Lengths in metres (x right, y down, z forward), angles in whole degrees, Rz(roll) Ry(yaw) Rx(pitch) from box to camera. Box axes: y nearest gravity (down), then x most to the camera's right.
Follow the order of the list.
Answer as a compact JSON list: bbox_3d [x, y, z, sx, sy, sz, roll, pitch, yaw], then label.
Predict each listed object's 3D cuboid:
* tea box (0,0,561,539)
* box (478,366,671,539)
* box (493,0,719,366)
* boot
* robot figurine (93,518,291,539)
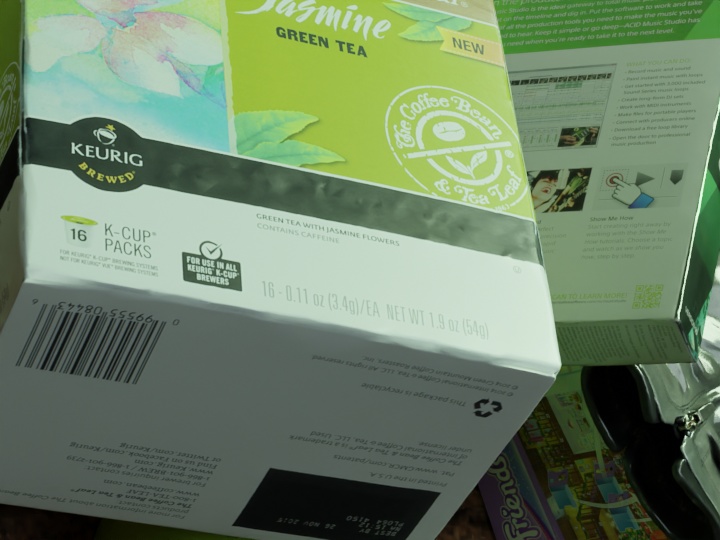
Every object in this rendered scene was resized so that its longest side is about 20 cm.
[{"bbox_3d":[-0.052,-0.016,0.845,0.199,0.134,0.197,10,47,-22],"label":"tea box"},{"bbox_3d":[0.110,0.063,1.101,0.039,0.136,0.201,-23,97,-50],"label":"box"},{"bbox_3d":[0.093,-0.047,0.994,0.036,0.144,0.201,58,39,-46],"label":"box"},{"bbox_3d":[0.178,0.086,1.025,0.200,0.070,0.132,49,48,-12],"label":"boot"},{"bbox_3d":[-0.029,0.143,0.922,0.200,0.115,0.176,42,51,-34],"label":"robot figurine"}]
